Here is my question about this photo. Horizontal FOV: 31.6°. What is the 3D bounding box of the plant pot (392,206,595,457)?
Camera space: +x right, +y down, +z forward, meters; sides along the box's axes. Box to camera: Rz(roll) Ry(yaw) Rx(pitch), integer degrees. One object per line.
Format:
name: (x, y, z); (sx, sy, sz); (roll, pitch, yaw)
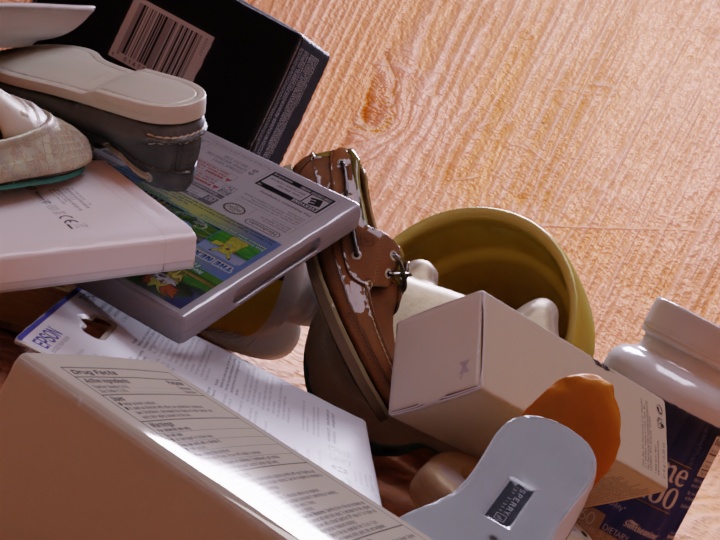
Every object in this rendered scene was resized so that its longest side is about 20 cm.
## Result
plant pot: (0.111, 0.077, 1.075); (0.200, 0.202, 0.189); (30, -10, 34)

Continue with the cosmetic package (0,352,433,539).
cosmetic package: (-0.034, 0.109, 0.440); (0.198, 0.074, 0.103); (29, 5, 20)

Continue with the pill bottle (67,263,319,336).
pill bottle: (-0.107, -0.012, 0.938); (0.197, 0.113, 0.111); (10, 12, -31)

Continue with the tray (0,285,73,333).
tray: (-0.267, -0.021, 0.787); (0.199, 0.037, 0.098); (31, 5, 43)

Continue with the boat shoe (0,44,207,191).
boat shoe: (-0.175, -0.099, 0.803); (0.198, 0.063, 0.072); (19, 31, 34)

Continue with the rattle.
rattle: (0.127, 0.129, 0.799); (0.129, 0.145, 0.199); (23, 3, 39)

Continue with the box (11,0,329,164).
box: (-0.144, -0.173, 1.029); (0.198, 0.125, 0.197); (28, 5, 1)

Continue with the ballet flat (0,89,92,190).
ballet flat: (-0.216, -0.071, 0.675); (0.067, 0.063, 0.199); (19, 23, 29)

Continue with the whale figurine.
whale figurine: (0.054, 0.071, 0.934); (0.197, 0.161, 0.104); (-5, -31, -15)

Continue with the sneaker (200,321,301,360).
sneaker: (-0.134, 0.006, 1.070); (0.198, 0.074, 0.112); (29, 1, 1)

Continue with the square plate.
square plate: (-0.303, -0.153, 0.804); (0.195, 0.029, 0.199); (4, 12, 27)

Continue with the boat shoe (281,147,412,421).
boat shoe: (0.000, 0.000, 0.855); (0.072, 0.067, 0.202); (69, -1, -65)

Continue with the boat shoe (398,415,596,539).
boat shoe: (0.048, 0.149, 0.581); (0.070, 0.092, 0.200); (28, 31, 22)

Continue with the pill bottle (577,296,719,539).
pill bottle: (0.225, 0.129, 1.002); (0.110, 0.202, 0.111); (26, 4, -2)

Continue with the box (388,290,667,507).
box: (0.114, 0.090, 0.832); (0.082, 0.069, 0.199); (-21, -39, 40)

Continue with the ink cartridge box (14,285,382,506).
ink cartridge box: (-0.085, 0.079, 0.694); (0.198, 0.044, 0.196); (26, 6, -5)

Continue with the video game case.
video game case: (-0.129, -0.040, 0.808); (0.198, 0.022, 0.182); (27, 36, 24)

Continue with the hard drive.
hard drive: (-0.206, -0.024, 0.683); (0.198, 0.027, 0.131); (-7, 27, -35)
